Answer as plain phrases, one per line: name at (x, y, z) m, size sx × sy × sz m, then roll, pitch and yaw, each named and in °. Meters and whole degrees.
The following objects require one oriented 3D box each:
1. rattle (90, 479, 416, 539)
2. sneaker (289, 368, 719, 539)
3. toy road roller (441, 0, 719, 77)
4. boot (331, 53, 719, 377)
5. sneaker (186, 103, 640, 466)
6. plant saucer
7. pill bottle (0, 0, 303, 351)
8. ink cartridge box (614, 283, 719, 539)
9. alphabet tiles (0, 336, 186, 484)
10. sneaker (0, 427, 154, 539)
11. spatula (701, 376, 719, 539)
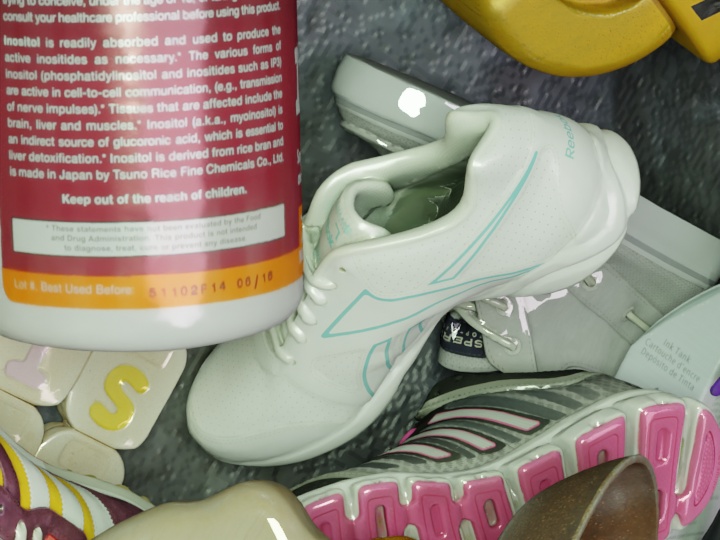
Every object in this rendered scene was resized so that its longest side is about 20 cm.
rattle at (-0.070, 0.154, 0.823) m, size 0.200 × 0.143 × 0.130 m, roll -43°, pitch 98°, yaw 9°
sneaker at (0.031, 0.086, 0.929) m, size 0.199 × 0.087 × 0.074 m, roll -20°, pitch 109°, yaw -17°
toy road roller at (0.111, -0.119, 0.945) m, size 0.146 × 0.123 × 0.200 m, roll -41°, pitch 123°, yaw 1°
boot at (0.054, -0.005, 0.967) m, size 0.200 × 0.074 × 0.096 m, roll 26°, pitch 95°, yaw -33°
sneaker at (0.000, 0.000, 0.888) m, size 0.200 × 0.071 × 0.080 m, roll -37°, pitch 142°, yaw 27°
plant saucer at (0.055, 0.155, 0.836) m, size 0.200 × 0.034 × 0.201 m, roll 15°, pitch 90°, yaw -72°
pill bottle at (-0.076, -0.081, 0.826) m, size 0.113 × 0.113 × 0.201 m, roll -8°, pitch 104°, yaw -32°
ink cartridge box at (0.179, 0.018, 1.018) m, size 0.162 × 0.057 × 0.201 m, roll 1°, pitch 116°, yaw -50°
alphabet tiles at (-0.153, 0.027, 0.873) m, size 0.200 × 0.015 × 0.196 m, roll 32°, pitch 86°, yaw -36°
sneaker at (-0.120, 0.092, 0.820) m, size 0.200 × 0.090 × 0.075 m, roll 40°, pitch 102°, yaw -16°
spatula at (0.146, 0.075, 0.972) m, size 0.056 × 0.021 × 0.200 m, roll -25°, pitch 139°, yaw -40°
